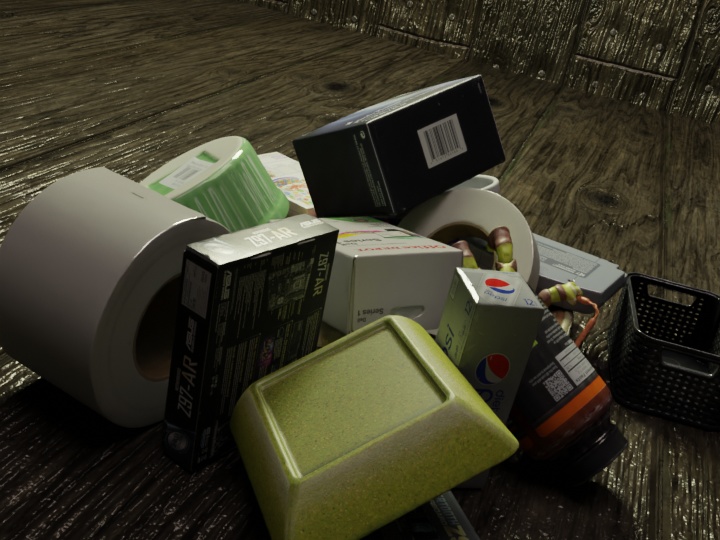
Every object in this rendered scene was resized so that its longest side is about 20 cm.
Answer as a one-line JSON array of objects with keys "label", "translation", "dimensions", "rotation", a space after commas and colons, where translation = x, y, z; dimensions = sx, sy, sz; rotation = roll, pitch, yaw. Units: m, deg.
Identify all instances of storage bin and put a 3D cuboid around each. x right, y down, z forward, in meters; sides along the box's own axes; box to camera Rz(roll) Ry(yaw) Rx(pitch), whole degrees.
[{"label": "storage bin", "translation": [0.384, 0.093, 1.103], "dimensions": [0.132, 0.096, 0.200], "rotation": [14, 23, 7]}]

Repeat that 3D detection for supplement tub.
[{"label": "supplement tub", "translation": [0.174, 0.110, 0.884], "dimensions": [0.106, 0.107, 0.202], "rotation": [-21, 71, -52]}]

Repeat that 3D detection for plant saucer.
[{"label": "plant saucer", "translation": [-0.005, 0.115, 0.718], "dimensions": [0.197, 0.049, 0.200], "rotation": [-25, 31, -9]}]

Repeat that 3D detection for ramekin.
[{"label": "ramekin", "translation": [-0.193, -0.077, 1.080], "dimensions": [0.196, 0.099, 0.201], "rotation": [-23, 25, 11]}]

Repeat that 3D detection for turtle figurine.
[{"label": "turtle figurine", "translation": [0.148, 0.038, 0.991], "dimensions": [0.064, 0.197, 0.164], "rotation": [45, 20, -55]}]

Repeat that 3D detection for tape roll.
[{"label": "tape roll", "translation": [-0.222, 0.025, 0.836], "dimensions": [0.137, 0.207, 0.202], "rotation": [24, 26, 25]}, {"label": "tape roll", "translation": [0.118, -0.003, 1.089], "dimensions": [0.201, 0.205, 0.037], "rotation": [28, -9, 34]}]

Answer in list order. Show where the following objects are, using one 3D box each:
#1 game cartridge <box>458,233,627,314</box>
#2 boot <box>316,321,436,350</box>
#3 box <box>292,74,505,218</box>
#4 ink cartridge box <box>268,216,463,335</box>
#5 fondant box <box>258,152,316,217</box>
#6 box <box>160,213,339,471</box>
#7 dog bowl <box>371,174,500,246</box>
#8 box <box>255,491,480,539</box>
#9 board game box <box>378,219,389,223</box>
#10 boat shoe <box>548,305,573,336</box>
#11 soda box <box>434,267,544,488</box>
[{"label": "game cartridge", "translation": [0.226, -0.005, 1.134], "dimensions": [0.197, 0.041, 0.132], "rotation": [23, 23, 28]}, {"label": "boot", "translation": [0.003, 0.094, 0.947], "dimensions": [0.152, 0.074, 0.200], "rotation": [-3, 26, -31]}, {"label": "box", "translation": [0.047, -0.160, 1.186], "dimensions": [0.198, 0.126, 0.197], "rotation": [-27, 14, -29]}, {"label": "ink cartridge box", "translation": [0.000, 0.000, 0.985], "dimensions": [0.142, 0.086, 0.199], "rotation": [-4, 15, -31]}, {"label": "fondant box", "translation": [-0.111, -0.117, 1.379], "dimensions": [0.198, 0.059, 0.143], "rotation": [26, 28, 31]}, {"label": "box", "translation": [-0.099, 0.061, 0.812], "dimensions": [0.043, 0.204, 0.159], "rotation": [26, 28, 29]}, {"label": "dog bowl", "translation": [0.107, -0.081, 1.296], "dimensions": [0.195, 0.081, 0.200], "rotation": [-8, 14, 2]}, {"label": "box", "translation": [0.012, 0.217, 0.708], "dimensions": [0.154, 0.052, 0.200], "rotation": [1, 26, -21]}, {"label": "board game box", "translation": [-0.081, -0.035, 1.166], "dimensions": [0.197, 0.048, 0.150], "rotation": [-11, 10, -41]}, {"label": "boat shoe", "translation": [0.210, 0.088, 1.058], "dimensions": [0.072, 0.077, 0.200], "rotation": [12, 23, 9]}, {"label": "soda box", "translation": [0.100, 0.101, 0.814], "dimensions": [0.067, 0.204, 0.064], "rotation": [4, 28, -16]}]
